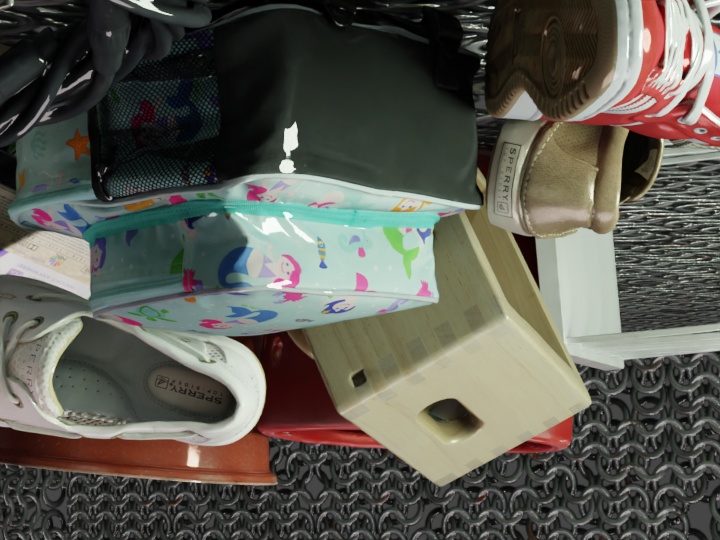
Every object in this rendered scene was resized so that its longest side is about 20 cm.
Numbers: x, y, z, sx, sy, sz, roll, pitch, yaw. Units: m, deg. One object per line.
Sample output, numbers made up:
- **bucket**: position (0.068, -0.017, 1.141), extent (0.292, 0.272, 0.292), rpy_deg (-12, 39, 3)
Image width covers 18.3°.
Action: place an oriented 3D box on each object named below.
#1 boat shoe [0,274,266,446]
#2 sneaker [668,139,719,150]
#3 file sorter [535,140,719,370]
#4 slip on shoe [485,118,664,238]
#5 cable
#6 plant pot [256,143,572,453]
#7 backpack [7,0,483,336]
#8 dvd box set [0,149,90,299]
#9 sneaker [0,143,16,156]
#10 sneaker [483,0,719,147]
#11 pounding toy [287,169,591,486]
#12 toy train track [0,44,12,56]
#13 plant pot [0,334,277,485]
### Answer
- **boat shoe**: position (-0.143, 0.041, 1.041), extent (0.198, 0.071, 0.069), rpy_deg (7, 180, 1)
- **sneaker**: position (0.236, -0.067, 1.117), extent (0.199, 0.086, 0.078), rpy_deg (3, 174, -28)
- **file sorter**: position (0.185, -0.017, 1.366), extent (0.123, 0.140, 0.200), rpy_deg (-6, 174, 15)
- **slip on shoe**: position (0.117, -0.056, 1.071), extent (0.060, 0.077, 0.200), rpy_deg (11, -168, 18)
- **cable**: position (-0.154, -0.088, 0.865), extent (0.199, 0.051, 0.163), rpy_deg (-28, 165, 37)
- **plant pot**: position (0.039, 0.020, 1.403), extent (0.199, 0.184, 0.200), rpy_deg (5, 171, 1)
- **backpack**: position (-0.060, -0.046, 1.012), extent (0.199, 0.152, 0.177), rpy_deg (2, 177, 41)
- **dvd box set**: position (-0.223, 0.019, 1.105), extent (0.146, 0.030, 0.200), rpy_deg (25, 122, -39)
- **sneaker**: position (-0.163, -0.020, 1.199), extent (0.199, 0.078, 0.085), rpy_deg (26, 156, 47)
- **sneaker**: position (0.122, -0.090, 0.917), extent (0.111, 0.072, 0.200), rpy_deg (4, -178, -8)
- **pounding toy**: position (0.000, 0.000, 1.186), extent (0.142, 0.185, 0.200), rpy_deg (-29, 153, 10)
- **toy train track**: position (-0.194, -0.098, 0.984), extent (0.114, 0.033, 0.200), rpy_deg (0, 173, -1)
- **plant pot**: position (-0.143, 0.033, 1.457), extent (0.199, 0.197, 0.201), rpy_deg (5, 177, 0)
